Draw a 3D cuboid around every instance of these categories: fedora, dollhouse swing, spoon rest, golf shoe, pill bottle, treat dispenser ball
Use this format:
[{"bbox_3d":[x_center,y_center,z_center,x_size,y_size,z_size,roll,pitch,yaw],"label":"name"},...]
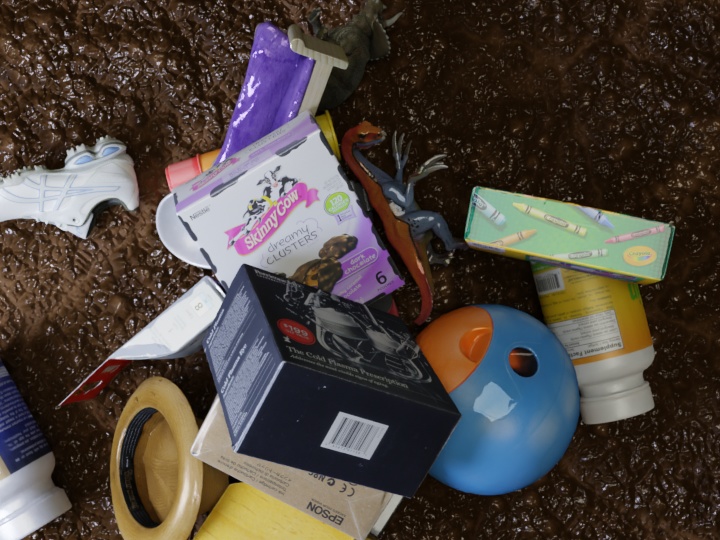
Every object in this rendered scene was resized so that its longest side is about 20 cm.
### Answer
[{"bbox_3d":[-0.200,0.214,1.134,0.081,0.200,0.203,10,86,-38],"label":"fedora"},{"bbox_3d":[-0.082,0.338,1.133,0.181,0.176,0.201,33,86,15],"label":"dollhouse swing"},{"bbox_3d":[-0.136,-0.036,1.173,0.198,0.061,0.100,12,125,3],"label":"spoon rest"},{"bbox_3d":[-0.345,-0.075,1.175,0.198,0.078,0.098,-21,94,-3],"label":"golf shoe"},{"bbox_3d":[-0.404,0.195,1.134,0.115,0.116,0.201,-31,89,-4],"label":"pill bottle"},{"bbox_3d":[0.135,0.137,1.119,0.198,0.201,0.204,0,87,-3],"label":"treat dispenser ball"},{"bbox_3d":[0.266,0.064,1.175,0.110,0.111,0.202,-14,88,-3],"label":"pill bottle"}]

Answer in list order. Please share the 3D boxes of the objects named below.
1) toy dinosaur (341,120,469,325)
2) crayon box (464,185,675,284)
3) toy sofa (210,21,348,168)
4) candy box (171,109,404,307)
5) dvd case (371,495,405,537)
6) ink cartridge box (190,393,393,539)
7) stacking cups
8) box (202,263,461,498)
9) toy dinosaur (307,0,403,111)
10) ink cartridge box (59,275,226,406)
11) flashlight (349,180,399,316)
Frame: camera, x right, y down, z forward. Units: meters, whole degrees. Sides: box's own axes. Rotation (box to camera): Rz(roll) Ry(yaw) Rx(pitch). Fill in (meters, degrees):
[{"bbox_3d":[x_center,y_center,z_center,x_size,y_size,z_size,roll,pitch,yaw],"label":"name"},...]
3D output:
[{"bbox_3d":[0.044,-0.073,1.156,0.180,0.105,0.202,28,71,-16],"label":"toy dinosaur"},{"bbox_3d":[0.209,-0.034,1.069,0.198,0.119,0.059,12,89,9],"label":"crayon box"},{"bbox_3d":[-0.091,-0.156,1.113,0.097,0.083,0.202,17,110,-13],"label":"toy sofa"},{"bbox_3d":[-0.074,-0.035,1.083,0.167,0.072,0.201,-30,118,1],"label":"candy box"},{"bbox_3d":[-0.021,0.190,1.200,0.199,0.018,0.143,34,87,0],"label":"dvd case"},{"bbox_3d":[-0.061,0.172,1.086,0.199,0.165,0.076,28,105,-4],"label":"ink cartridge box"},{"bbox_3d":[-0.124,-0.131,1.193,0.198,0.061,0.061,-14,87,-3],"label":"stacking cups"},{"bbox_3d":[-0.034,0.105,1.014,0.198,0.182,0.105,20,109,-28],"label":"box"},{"bbox_3d":[-0.033,-0.230,1.193,0.102,0.077,0.201,28,100,-33],"label":"toy dinosaur"},{"bbox_3d":[-0.218,0.090,1.126,0.200,0.160,0.047,-42,88,-4],"label":"ink cartridge box"},{"bbox_3d":[0.000,0.000,1.188,0.067,0.068,0.202,-14,89,-8],"label":"flashlight"}]
